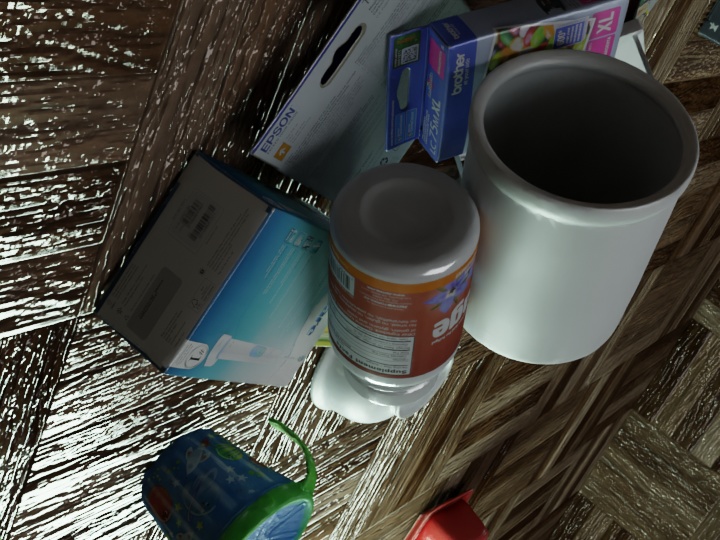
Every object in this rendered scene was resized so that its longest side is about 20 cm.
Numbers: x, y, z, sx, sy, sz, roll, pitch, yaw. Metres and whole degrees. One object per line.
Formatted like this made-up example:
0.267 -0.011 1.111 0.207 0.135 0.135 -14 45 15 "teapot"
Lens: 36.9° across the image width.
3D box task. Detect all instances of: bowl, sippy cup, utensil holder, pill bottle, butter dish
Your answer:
0.043 0.104 1.236 0.201 0.090 0.201 -41 154 -25 "bowl"
-0.135 0.225 1.031 0.178 0.130 0.140 -27 148 -43 "sippy cup"
0.158 -0.045 0.864 0.170 0.170 0.200 -38 153 -29 "utensil holder"
0.030 0.020 0.858 0.112 0.112 0.200 -39 152 -28 "pill bottle"
0.163 0.525 1.979 0.200 0.148 0.200 -4 127 -59 "butter dish"

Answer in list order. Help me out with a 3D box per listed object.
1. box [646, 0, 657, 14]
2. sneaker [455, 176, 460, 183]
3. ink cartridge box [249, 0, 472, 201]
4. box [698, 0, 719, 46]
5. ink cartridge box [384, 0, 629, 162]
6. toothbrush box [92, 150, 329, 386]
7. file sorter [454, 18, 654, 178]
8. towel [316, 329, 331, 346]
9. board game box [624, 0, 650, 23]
0.291 -0.349 1.094 0.118 0.048 0.200 -55 158 8 "box"
0.112 0.006 1.149 0.200 0.081 0.147 -49 115 -17 "sneaker"
0.004 -0.154 0.859 0.197 0.043 0.200 -54 153 5 "ink cartridge box"
0.599 -0.386 1.513 0.200 0.117 0.197 -10 133 -55 "box"
0.116 -0.158 0.873 0.199 0.042 0.120 -17 141 -17 "ink cartridge box"
-0.091 0.008 0.859 0.147 0.085 0.200 -56 156 7 "toothbrush box"
0.186 -0.120 1.020 0.199 0.125 0.139 -17 158 11 "file sorter"
0.000 0.000 1.044 0.086 0.018 0.200 3 131 -17 "towel"
0.233 -0.319 0.957 0.023 0.105 0.200 -29 149 -31 "board game box"
